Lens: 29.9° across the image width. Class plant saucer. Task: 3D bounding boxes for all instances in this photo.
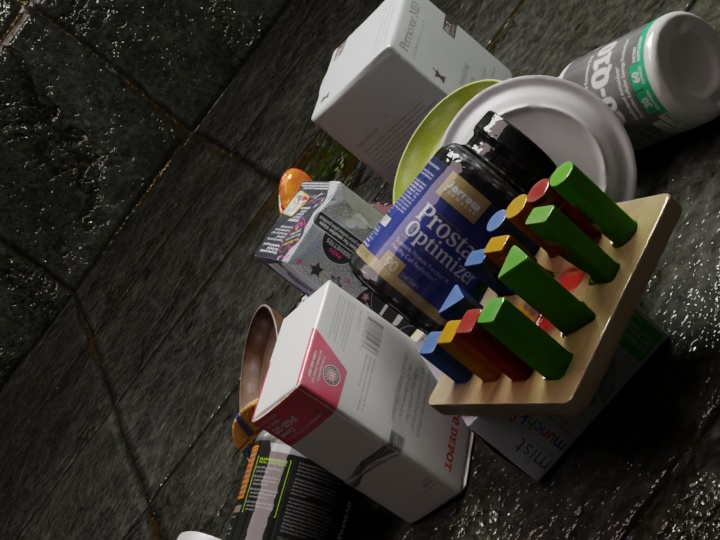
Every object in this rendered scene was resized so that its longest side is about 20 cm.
[{"bbox_3d":[-0.115,0.145,1.707,0.200,0.034,0.202,-174,90,-72],"label":"plant saucer"},{"bbox_3d":[0.116,-0.110,1.462,0.199,0.031,0.201,-28,50,38],"label":"plant saucer"}]

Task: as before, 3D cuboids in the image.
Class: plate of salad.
[{"bbox_3d":[0.173,-0.092,1.342,0.200,0.200,0.048,-48,-2,12],"label":"plate of salad"}]

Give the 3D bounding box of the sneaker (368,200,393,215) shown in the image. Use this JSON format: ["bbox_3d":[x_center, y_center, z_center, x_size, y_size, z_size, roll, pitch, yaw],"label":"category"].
[{"bbox_3d":[0.047,-0.065,1.738,0.115,0.076,0.200,-38,35,-8],"label":"sneaker"}]

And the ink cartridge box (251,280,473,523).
[{"bbox_3d":[0.010,0.130,1.310,0.083,0.199,0.147,-40,23,37],"label":"ink cartridge box"}]

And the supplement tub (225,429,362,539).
[{"bbox_3d":[-0.064,0.240,1.353,0.122,0.122,0.201,-17,52,59],"label":"supplement tub"}]

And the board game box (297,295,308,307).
[{"bbox_3d":[-0.041,0.026,1.861,0.201,0.026,0.200,-57,20,-11],"label":"board game box"}]

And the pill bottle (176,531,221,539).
[{"bbox_3d":[-0.197,0.392,1.459,0.114,0.114,0.201,-27,32,50],"label":"pill bottle"}]

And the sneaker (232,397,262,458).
[{"bbox_3d":[-0.063,0.142,1.483,0.200,0.075,0.088,-42,-2,38],"label":"sneaker"}]

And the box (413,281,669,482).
[{"bbox_3d":[0.159,0.066,1.238,0.177,0.097,0.200,-48,21,6],"label":"box"}]

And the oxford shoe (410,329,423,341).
[{"bbox_3d":[0.097,0.023,1.479,0.200,0.074,0.071,-53,19,1],"label":"oxford shoe"}]

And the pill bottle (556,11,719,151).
[{"bbox_3d":[0.269,-0.177,1.372,0.200,0.113,0.114,-22,36,56],"label":"pill bottle"}]

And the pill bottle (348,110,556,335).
[{"bbox_3d":[0.090,-0.047,1.276,0.200,0.112,0.112,-51,20,3],"label":"pill bottle"}]

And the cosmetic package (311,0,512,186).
[{"bbox_3d":[0.070,-0.231,1.784,0.165,0.200,0.165,-38,25,36],"label":"cosmetic package"}]

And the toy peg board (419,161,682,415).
[{"bbox_3d":[0.131,0.009,1.118,0.199,0.098,0.201,-10,45,59],"label":"toy peg board"}]

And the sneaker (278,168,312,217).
[{"bbox_3d":[-0.046,-0.045,1.743,0.073,0.201,0.077,-16,-13,-36],"label":"sneaker"}]

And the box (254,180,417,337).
[{"bbox_3d":[0.000,0.000,1.550,0.115,0.199,0.132,-57,20,-8],"label":"box"}]
